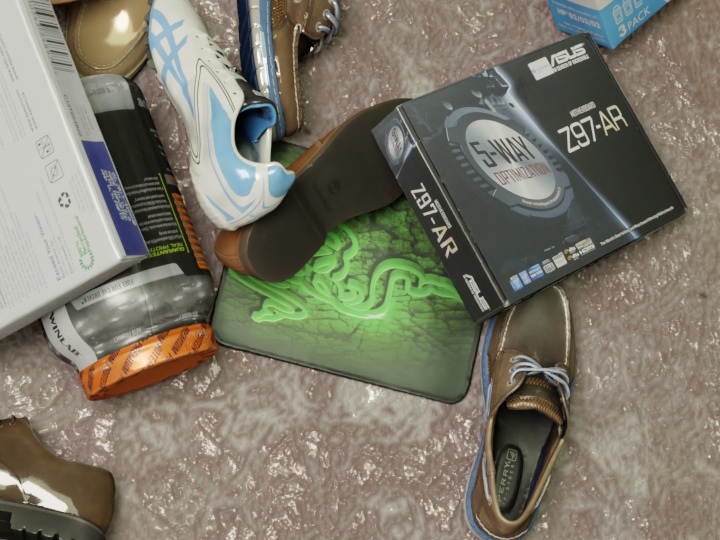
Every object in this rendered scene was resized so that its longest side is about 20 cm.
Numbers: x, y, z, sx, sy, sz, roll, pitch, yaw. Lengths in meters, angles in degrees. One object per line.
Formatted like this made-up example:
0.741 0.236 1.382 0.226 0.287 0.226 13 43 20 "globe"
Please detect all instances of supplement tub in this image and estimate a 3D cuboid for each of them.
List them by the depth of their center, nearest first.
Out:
-0.176 -0.021 1.082 0.122 0.123 0.201 -19 81 -13 "supplement tub"

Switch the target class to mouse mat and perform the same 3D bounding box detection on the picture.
0.000 0.000 1.168 0.198 0.008 0.162 14 76 -6 "mouse mat"

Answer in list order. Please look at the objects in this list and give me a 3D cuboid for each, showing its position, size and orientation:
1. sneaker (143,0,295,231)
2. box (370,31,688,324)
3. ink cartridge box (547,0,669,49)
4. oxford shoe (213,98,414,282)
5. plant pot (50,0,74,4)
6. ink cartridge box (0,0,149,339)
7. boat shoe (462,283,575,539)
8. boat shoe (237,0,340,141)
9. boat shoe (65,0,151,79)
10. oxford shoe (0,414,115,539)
-0.097 -0.119 1.096 0.072 0.072 0.201 -29 60 12 "sneaker"
0.126 -0.072 1.155 0.199 0.043 0.161 -24 83 -33 "box"
0.178 -0.281 1.167 0.115 0.068 0.201 -41 131 -16 "ink cartridge box"
-0.028 -0.066 1.143 0.200 0.071 0.072 -37 115 -29 "oxford shoe"
-0.218 -0.276 1.070 0.199 0.201 0.141 -18 60 -13 "plant pot"
-0.254 -0.057 1.027 0.199 0.041 0.201 -25 82 24 "ink cartridge box"
0.124 0.096 1.134 0.072 0.072 0.202 10 76 -7 "boat shoe"
-0.052 -0.194 1.159 0.072 0.072 0.202 -3 78 -12 "boat shoe"
-0.164 -0.230 1.159 0.071 0.065 0.201 20 75 -5 "boat shoe"
-0.262 0.135 1.069 0.198 0.073 0.085 19 59 -7 "oxford shoe"
